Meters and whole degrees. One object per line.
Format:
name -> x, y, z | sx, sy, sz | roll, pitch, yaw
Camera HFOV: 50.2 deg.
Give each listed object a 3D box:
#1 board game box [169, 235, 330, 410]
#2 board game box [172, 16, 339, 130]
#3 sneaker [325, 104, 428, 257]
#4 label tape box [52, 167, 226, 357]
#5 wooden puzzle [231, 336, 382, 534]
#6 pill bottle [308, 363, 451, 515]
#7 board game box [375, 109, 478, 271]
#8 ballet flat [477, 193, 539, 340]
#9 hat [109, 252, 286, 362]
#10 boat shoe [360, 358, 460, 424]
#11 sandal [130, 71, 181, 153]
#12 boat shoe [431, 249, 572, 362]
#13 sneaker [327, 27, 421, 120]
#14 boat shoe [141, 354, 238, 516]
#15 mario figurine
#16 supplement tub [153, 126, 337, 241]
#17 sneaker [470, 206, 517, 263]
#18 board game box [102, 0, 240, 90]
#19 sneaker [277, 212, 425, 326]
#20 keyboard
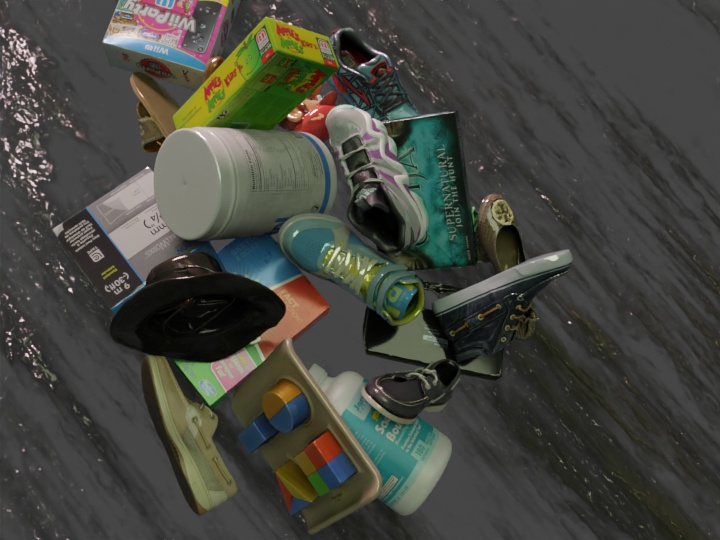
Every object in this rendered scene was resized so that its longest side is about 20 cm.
board game box -> -0.162, 0.056, 0.994 | 0.200, 0.040, 0.153 | -39, 83, -18
board game box -> -0.130, -0.216, 0.936 | 0.101, 0.199, 0.048 | -1, 65, -48
sneaker -> 0.009, -0.108, 0.933 | 0.077, 0.140, 0.201 | -33, 95, 24
label tape box -> -0.258, -0.009, 0.948 | 0.144, 0.063, 0.200 | -37, 73, -16
wooden puzzle -> -0.079, 0.201, 0.890 | 0.046, 0.185, 0.201 | -24, 75, -39
pill bottle -> 0.005, 0.200, 0.942 | 0.199, 0.111, 0.111 | 34, 71, 2
board game box -> 0.075, -0.100, 1.008 | 0.134, 0.028, 0.202 | -5, 105, 19
ballet flat -> 0.203, -0.005, 1.030 | 0.067, 0.046, 0.202 | -12, 93, -29
hat -> -0.190, 0.030, 0.888 | 0.199, 0.201, 0.081 | -11, 59, -12
boat shoe -> 0.066, 0.136, 0.931 | 0.073, 0.199, 0.063 | 40, 105, 25
sandal -> -0.268, -0.180, 1.032 | 0.070, 0.077, 0.212 | -50, 62, 18
boat shoe -> 0.191, 0.047, 0.981 | 0.071, 0.199, 0.092 | -18, 83, -59
sneaker -> 0.018, -0.260, 1.090 | 0.079, 0.096, 0.200 | -42, 84, -17
boat shoe -> -0.205, 0.189, 0.922 | 0.065, 0.072, 0.202 | -23, 96, -27
mario figurine -> -0.107, -0.247, 1.054 | 0.198, 0.107, 0.124 | 24, 44, 9
supplement tub -> -0.136, -0.107, 0.943 | 0.199, 0.132, 0.133 | -10, 72, -49
sneaker -> 0.129, -0.074, 1.056 | 0.198, 0.089, 0.077 | 23, 71, -2
board game box -> -0.260, -0.370, 1.095 | 0.146, 0.064, 0.202 | 15, 72, -4
sneaker -> 0.000, 0.000, 0.933 | 0.199, 0.130, 0.080 | 24, 98, -31
keyboard -> 0.104, 0.071, 1.046 | 0.198, 0.021, 0.128 | 13, 75, -6
